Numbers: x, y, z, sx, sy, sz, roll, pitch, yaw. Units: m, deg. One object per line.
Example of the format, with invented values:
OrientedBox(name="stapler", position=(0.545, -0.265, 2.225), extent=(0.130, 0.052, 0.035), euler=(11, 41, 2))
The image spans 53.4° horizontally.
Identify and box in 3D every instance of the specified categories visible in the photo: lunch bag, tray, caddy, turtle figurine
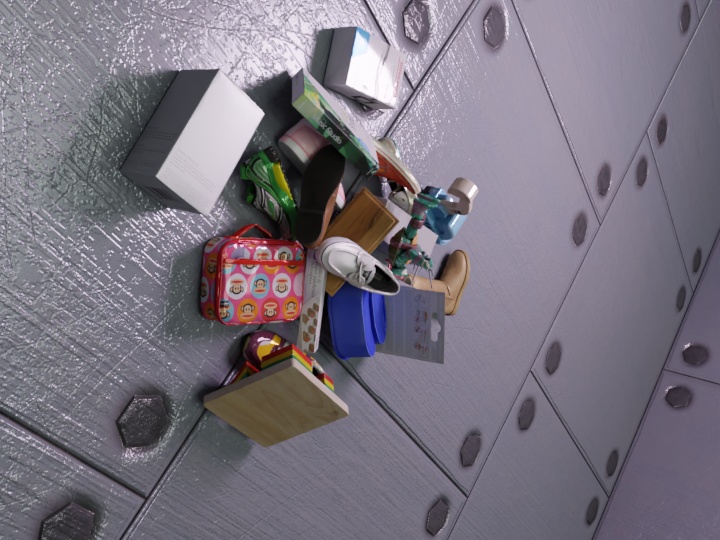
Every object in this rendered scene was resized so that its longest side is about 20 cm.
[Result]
OrientedBox(name="lunch bag", position=(-0.193, 0.006, 1.306), extent=(0.198, 0.081, 0.180), euler=(0, 95, -44))
OrientedBox(name="tray", position=(-0.025, -0.056, 1.414), extent=(0.099, 0.037, 0.200), euler=(42, 87, -1))
OrientedBox(name="caddy", position=(-0.016, 0.089, 1.499), extent=(0.141, 0.103, 0.203), euler=(-42, 129, -62))
OrientedBox(name="turtle figurine", position=(0.105, -0.047, 1.423), extent=(0.099, 0.150, 0.203), euler=(11, 108, -9))

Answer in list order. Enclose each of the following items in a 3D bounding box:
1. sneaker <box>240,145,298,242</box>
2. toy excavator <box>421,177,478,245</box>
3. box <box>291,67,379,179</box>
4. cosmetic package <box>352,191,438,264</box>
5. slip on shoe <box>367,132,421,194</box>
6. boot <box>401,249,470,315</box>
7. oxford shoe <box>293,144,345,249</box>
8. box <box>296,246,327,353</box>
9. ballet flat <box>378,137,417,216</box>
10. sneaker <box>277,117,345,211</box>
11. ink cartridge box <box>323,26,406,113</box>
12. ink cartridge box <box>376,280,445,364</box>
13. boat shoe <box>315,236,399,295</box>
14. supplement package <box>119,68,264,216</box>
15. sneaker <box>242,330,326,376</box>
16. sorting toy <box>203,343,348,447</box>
OrientedBox(name="sneaker", position=(-0.165, -0.133, 1.321), extent=(0.084, 0.078, 0.202), euler=(-21, 129, -2))
OrientedBox(name="toy excavator", position=(0.198, -0.135, 1.602), extent=(0.100, 0.198, 0.195), euler=(-54, 133, -24))
OrientedBox(name="box", position=(-0.047, -0.273, 1.322), extent=(0.036, 0.145, 0.199), euler=(-40, 118, 19))
OrientedBox(name="cosmetic package", position=(0.067, -0.085, 1.541), extent=(0.199, 0.106, 0.091), euler=(26, 84, -48))
OrientedBox(name="slip on shoe", position=(0.043, -0.219, 1.470), extent=(0.199, 0.074, 0.061), euler=(36, 104, -13))
OrientedBox(name="boot", position=(0.176, 0.028, 1.718), extent=(0.198, 0.066, 0.178), euler=(8, 93, -46))
OrientedBox(name="oxford shoe", position=(-0.075, -0.136, 1.324), extent=(0.071, 0.070, 0.203), euler=(66, 41, -75))
OrientedBox(name="box", position=(-0.092, 0.056, 1.379), extent=(0.041, 0.038, 0.204), euler=(-51, 149, -80))
OrientedBox(name="ballet flat", position=(0.074, -0.186, 1.540), extent=(0.062, 0.067, 0.202), euler=(-28, 96, -27))
OrientedBox(name="sneaker", position=(-0.068, -0.212, 1.388), extent=(0.105, 0.075, 0.201), euler=(-52, 128, -18))
OrientedBox(name="ink cartridge box", position=(0.025, -0.401, 1.450), extent=(0.198, 0.066, 0.118), euler=(11, 91, -48))
OrientedBox(name="ink cartridge box", position=(0.098, 0.106, 1.552), extent=(0.050, 0.197, 0.164), euler=(-27, 119, -60))
OrientedBox(name="boat shoe", position=(0.000, 0.000, 1.359), extent=(0.199, 0.066, 0.072), euler=(33, 94, -42))
OrientedBox(name="supplement package", position=(-0.267, -0.207, 1.146), extent=(0.117, 0.116, 0.202), euler=(40, 71, -44))
OrientedBox(name="sneaker", position=(-0.139, 0.175, 1.392), extent=(0.199, 0.089, 0.076), euler=(33, 75, -46))
OrientedBox(name="sorting toy", position=(-0.155, 0.231, 1.336), extent=(0.200, 0.196, 0.070), euler=(49, 24, -43))
